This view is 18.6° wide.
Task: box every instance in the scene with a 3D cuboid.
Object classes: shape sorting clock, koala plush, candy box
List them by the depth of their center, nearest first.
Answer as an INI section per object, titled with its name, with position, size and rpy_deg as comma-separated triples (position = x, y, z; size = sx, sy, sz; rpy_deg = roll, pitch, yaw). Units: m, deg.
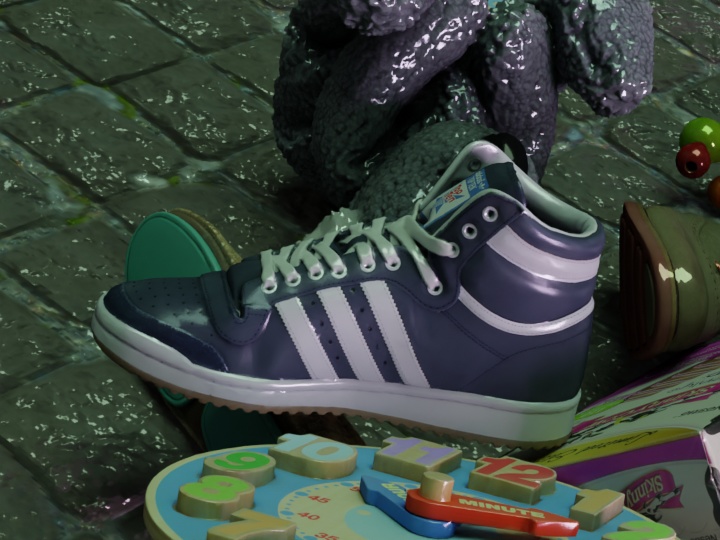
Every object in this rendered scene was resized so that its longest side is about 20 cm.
[shape sorting clock]
position = 0.023, 0.091, 0.771
size = 0.198, 0.040, 0.200
rpy_deg = 10, 7, -1
[candy box]
position = 0.149, 0.074, 0.926
size = 0.199, 0.136, 0.061
rpy_deg = -25, 95, -48
[koala plush]
position = 0.039, -0.037, 1.054
size = 0.176, 0.184, 0.201
rpy_deg = 16, 51, -27

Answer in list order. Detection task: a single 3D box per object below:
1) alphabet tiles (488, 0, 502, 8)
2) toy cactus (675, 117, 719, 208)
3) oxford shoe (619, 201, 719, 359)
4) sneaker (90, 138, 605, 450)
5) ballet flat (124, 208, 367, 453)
[alphabet tiles]
position = 0.084, -0.188, 1.414
size = 0.195, 0.015, 0.200
rpy_deg = 32, 34, 21
[toy cactus]
position = 0.273, -0.061, 1.258
size = 0.198, 0.103, 0.165
rpy_deg = 9, 22, 0
[oxford shoe]
position = 0.160, 0.000, 1.040
size = 0.074, 0.071, 0.200
rpy_deg = 0, 8, 7
[sneaker]
position = 0.000, 0.000, 0.860
size = 0.198, 0.109, 0.070
rpy_deg = 10, 23, -11
[ballet flat]
position = -0.045, 0.051, 0.943
size = 0.065, 0.071, 0.201
rpy_deg = 18, 31, -38
